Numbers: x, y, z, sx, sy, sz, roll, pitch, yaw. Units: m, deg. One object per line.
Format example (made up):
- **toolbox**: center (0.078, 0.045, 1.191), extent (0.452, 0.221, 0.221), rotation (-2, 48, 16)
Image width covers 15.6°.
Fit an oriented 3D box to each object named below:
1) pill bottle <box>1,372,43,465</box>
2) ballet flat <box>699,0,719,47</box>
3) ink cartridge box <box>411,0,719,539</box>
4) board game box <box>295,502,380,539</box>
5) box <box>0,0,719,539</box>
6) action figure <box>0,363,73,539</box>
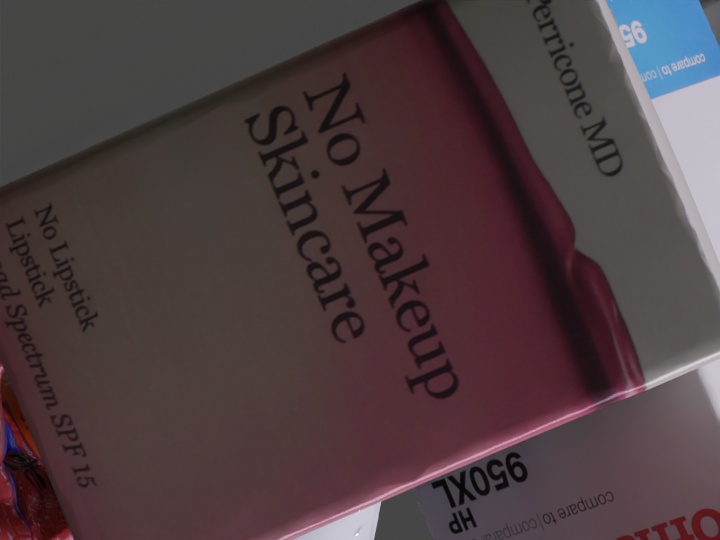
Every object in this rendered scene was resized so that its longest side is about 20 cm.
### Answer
- **pill bottle**: center (-0.130, 0.057, 0.981), extent (0.109, 0.110, 0.200), rotation (-21, 176, -45)
- **ballet flat**: center (0.103, -0.041, 0.979), extent (0.200, 0.071, 0.071), rotation (-52, 173, 9)
- **ink cartridge box**: center (0.074, 0.014, 0.896), extent (0.084, 0.200, 0.144), rotation (-20, 176, -45)
- **board game box**: center (-0.067, 0.150, 1.025), extent (0.200, 0.026, 0.200), rotation (-41, 156, -31)
- **box**: center (-0.001, 0.002, 0.776), extent (0.200, 0.128, 0.109), rotation (-24, 178, 7)
- **action figure**: center (-0.162, 0.046, 0.866), extent (0.199, 0.099, 0.065), rotation (7, -173, 14)
